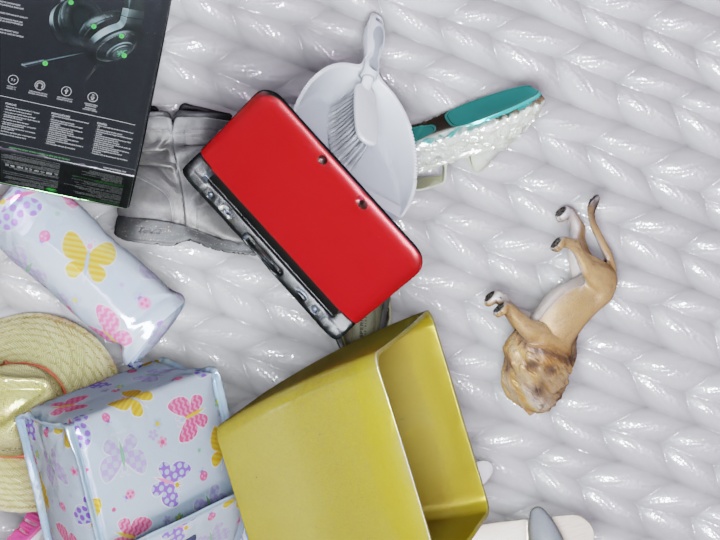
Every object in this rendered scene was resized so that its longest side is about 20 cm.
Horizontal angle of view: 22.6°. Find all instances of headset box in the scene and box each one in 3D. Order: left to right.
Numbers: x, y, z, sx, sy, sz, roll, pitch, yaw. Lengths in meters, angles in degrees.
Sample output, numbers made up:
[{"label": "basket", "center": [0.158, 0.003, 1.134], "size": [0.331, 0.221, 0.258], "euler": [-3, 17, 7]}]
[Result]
[{"label": "headset box", "center": [-0.268, -0.177, 1.594], "size": [0.173, 0.093, 0.201], "euler": [11, 72, -9]}]

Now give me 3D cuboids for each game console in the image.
[{"label": "game console", "center": [-0.044, -0.053, 1.563], "size": [0.119, 0.172, 0.200], "euler": [-41, 93, 10]}]

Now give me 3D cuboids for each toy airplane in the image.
[{"label": "toy airplane", "center": [0.100, 0.281, 1.729], "size": [0.199, 0.141, 0.200], "euler": [34, 95, -11]}]

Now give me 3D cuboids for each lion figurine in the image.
[{"label": "lion figurine", "center": [0.196, 0.036, 1.733], "size": [0.122, 0.072, 0.200], "euler": [43, 89, -19]}]

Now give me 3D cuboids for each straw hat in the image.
[{"label": "straw hat", "center": [-0.319, 0.127, 1.647], "size": [0.200, 0.085, 0.202], "euler": [-1, 78, 2]}]

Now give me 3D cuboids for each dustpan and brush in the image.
[{"label": "dustpan and brush", "center": [0.000, -0.157, 1.636], "size": [0.139, 0.201, 0.057], "euler": [29, 129, -25]}]

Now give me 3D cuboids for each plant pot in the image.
[{"label": "plant pot", "center": [-0.012, 0.170, 1.611], "size": [0.176, 0.200, 0.201], "euler": [-16, 95, 18]}]

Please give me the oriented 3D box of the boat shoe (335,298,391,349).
[{"label": "boat shoe", "center": [0.000, 0.000, 1.682], "size": [0.073, 0.065, 0.201], "euler": [-9, 117, 2]}]

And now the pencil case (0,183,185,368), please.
[{"label": "pencil case", "center": [-0.254, -0.003, 1.650], "size": [0.200, 0.091, 0.083], "euler": [42, 72, -2]}]

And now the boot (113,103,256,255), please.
[{"label": "boot", "center": [-0.129, -0.085, 1.676], "size": [0.199, 0.070, 0.132], "euler": [6, 94, -12]}]

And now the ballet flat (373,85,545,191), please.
[{"label": "ballet flat", "center": [0.082, -0.116, 1.698], "size": [0.199, 0.072, 0.072], "euler": [-17, 102, 3]}]

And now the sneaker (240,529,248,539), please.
[{"label": "sneaker", "center": [-0.106, 0.225, 1.738], "size": [0.200, 0.075, 0.087], "euler": [-42, 93, -4]}]

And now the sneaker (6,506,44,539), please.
[{"label": "sneaker", "center": [-0.276, 0.233, 1.713], "size": [0.081, 0.088, 0.201], "euler": [26, 76, 18]}]

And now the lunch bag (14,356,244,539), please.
[{"label": "lunch bag", "center": [-0.194, 0.199, 1.620], "size": [0.169, 0.127, 0.201], "euler": [-19, 107, -36]}]
